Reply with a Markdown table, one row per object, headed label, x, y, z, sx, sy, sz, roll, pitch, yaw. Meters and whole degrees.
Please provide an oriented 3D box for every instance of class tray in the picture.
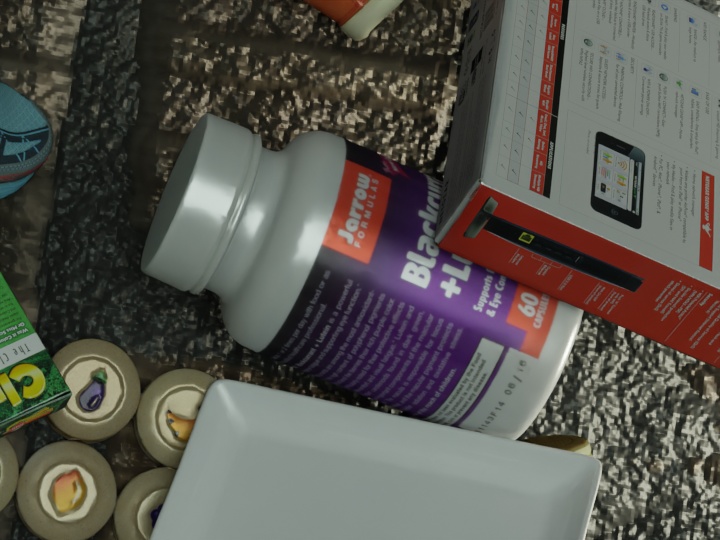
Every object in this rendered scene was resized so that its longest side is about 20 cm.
| label | x | y | z | sx | sy | sz | roll | pitch | yaw |
| --- | --- | --- | --- | --- | --- | --- | --- | --- | --- |
| tray | 0.007 | 0.118 | 0.981 | 0.198 | 0.022 | 0.108 | 11 | 56 | 13 |

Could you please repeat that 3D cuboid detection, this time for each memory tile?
| label | x | y | z | sx | sy | sz | roll | pitch | yaw |
| --- | --- | --- | --- | --- | --- | --- | --- | --- | --- |
| memory tile | -0.120 | 0.116 | 1.016 | 0.198 | 0.017 | 0.155 | 15 | 82 | -13 |

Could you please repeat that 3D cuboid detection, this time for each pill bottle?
| label | x | y | z | sx | sy | sz | roll | pitch | yaw |
| --- | --- | --- | --- | --- | --- | --- | --- | --- | --- |
| pill bottle | 0.000 | 0.000 | 1.006 | 0.198 | 0.111 | 0.112 | 22 | 81 | -13 |

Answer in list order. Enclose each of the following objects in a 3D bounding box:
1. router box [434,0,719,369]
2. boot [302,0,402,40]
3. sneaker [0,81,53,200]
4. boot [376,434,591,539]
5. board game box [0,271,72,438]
| label | x | y | z | sx | sy | sz | roll | pitch | yaw |
| --- | --- | --- | --- | --- | --- | --- | --- | --- | --- |
| router box | 0.135 | -0.061 | 1.024 | 0.178 | 0.049 | 0.201 | 24 | 45 | -12 |
| boot | 0.027 | -0.213 | 1.054 | 0.107 | 0.075 | 0.200 | 42 | 86 | -12 |
| sneaker | -0.201 | -0.096 | 0.931 | 0.095 | 0.080 | 0.199 | -41 | 142 | 20 |
| boot | 0.055 | 0.185 | 1.031 | 0.199 | 0.072 | 0.156 | -29 | 97 | -19 |
| board game box | -0.242 | 0.056 | 0.944 | 0.199 | 0.023 | 0.105 | -24 | 72 | -30 |
